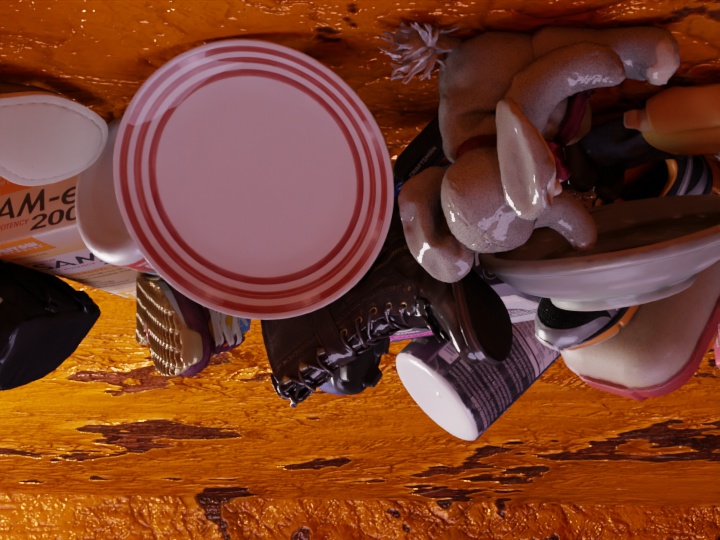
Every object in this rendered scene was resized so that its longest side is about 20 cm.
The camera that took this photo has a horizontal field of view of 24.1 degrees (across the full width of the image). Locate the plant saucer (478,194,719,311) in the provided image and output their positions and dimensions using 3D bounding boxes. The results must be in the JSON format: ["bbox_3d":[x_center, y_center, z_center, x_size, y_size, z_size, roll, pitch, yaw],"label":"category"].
[{"bbox_3d":[0.186,-0.009,1.218,0.198,0.051,0.200,-11,-169,2],"label":"plant saucer"}]

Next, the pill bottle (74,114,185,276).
[{"bbox_3d":[-0.110,-0.044,1.299,0.115,0.117,0.199,-14,160,40],"label":"pill bottle"}]

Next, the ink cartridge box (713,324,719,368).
[{"bbox_3d":[0.382,-0.007,1.419,0.084,0.146,0.200,3,164,-25],"label":"ink cartridge box"}]

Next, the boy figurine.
[{"bbox_3d":[0.251,-0.099,1.233,0.199,0.065,0.124,-10,162,40],"label":"boy figurine"}]

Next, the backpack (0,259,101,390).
[{"bbox_3d":[-0.347,0.022,1.421,0.154,0.200,0.163,-51,171,11],"label":"backpack"}]

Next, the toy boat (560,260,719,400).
[{"bbox_3d":[0.261,0.027,1.419,0.130,0.201,0.131,15,159,41],"label":"toy boat"}]

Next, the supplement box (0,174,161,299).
[{"bbox_3d":[-0.205,-0.037,1.394,0.125,0.074,0.200,-12,161,32],"label":"supplement box"}]

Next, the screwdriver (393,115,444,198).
[{"bbox_3d":[0.006,-0.043,1.297,0.029,0.028,0.200,24,117,-44],"label":"screwdriver"}]

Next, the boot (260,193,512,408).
[{"bbox_3d":[0.010,0.042,1.224,0.174,0.201,0.069,-39,129,12],"label":"boot"}]

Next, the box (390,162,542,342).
[{"bbox_3d":[0.062,-0.011,1.435,0.199,0.116,0.132,-9,162,28],"label":"box"}]

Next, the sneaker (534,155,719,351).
[{"bbox_3d":[0.202,-0.025,1.348,0.078,0.200,0.077,38,180,42],"label":"sneaker"}]

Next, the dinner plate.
[{"bbox_3d":[-0.073,-0.063,1.163,0.198,0.202,0.024,-5,-162,14],"label":"dinner plate"}]

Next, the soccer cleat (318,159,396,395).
[{"bbox_3d":[-0.001,0.000,1.355,0.064,0.202,0.083,21,175,-43],"label":"soccer cleat"}]

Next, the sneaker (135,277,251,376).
[{"bbox_3d":[-0.126,0.037,1.350,0.089,0.076,0.200,-3,-169,-15],"label":"sneaker"}]

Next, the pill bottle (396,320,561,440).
[{"bbox_3d":[0.135,0.052,1.540,0.200,0.106,0.106,-42,176,-19],"label":"pill bottle"}]

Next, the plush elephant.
[{"bbox_3d":[0.106,-0.076,1.125,0.199,0.156,0.164,6,163,-27],"label":"plush elephant"}]

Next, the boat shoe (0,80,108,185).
[{"bbox_3d":[-0.266,-0.104,1.178,0.201,0.073,0.060,-1,-150,-49],"label":"boat shoe"}]
